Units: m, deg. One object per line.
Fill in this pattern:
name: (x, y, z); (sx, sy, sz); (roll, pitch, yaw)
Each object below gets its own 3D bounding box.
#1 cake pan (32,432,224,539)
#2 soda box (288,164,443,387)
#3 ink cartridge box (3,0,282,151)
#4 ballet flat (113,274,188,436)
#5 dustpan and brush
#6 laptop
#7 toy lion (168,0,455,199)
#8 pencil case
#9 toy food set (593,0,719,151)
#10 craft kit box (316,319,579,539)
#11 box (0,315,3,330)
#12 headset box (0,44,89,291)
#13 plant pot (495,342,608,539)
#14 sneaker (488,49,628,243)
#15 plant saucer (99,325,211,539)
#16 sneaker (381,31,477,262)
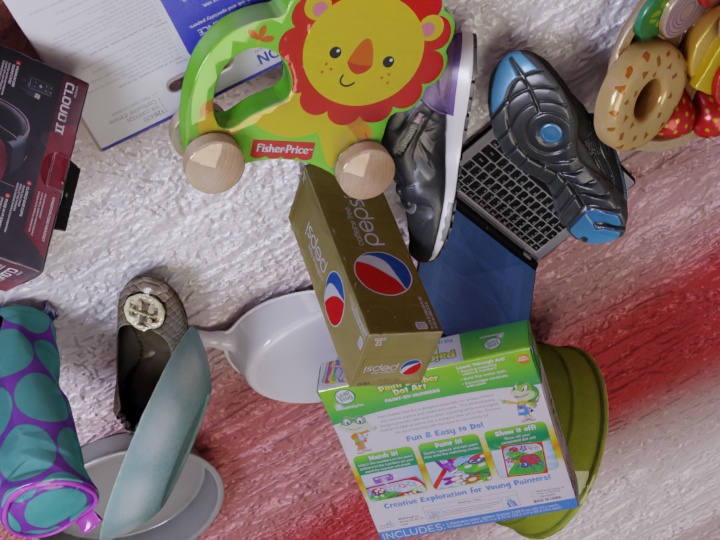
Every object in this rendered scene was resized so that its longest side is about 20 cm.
cake pan: (-0.239, 0.234, 1.447); (0.198, 0.037, 0.202); (-13, 138, -12)
soda box: (0.000, 0.000, 1.188); (0.067, 0.201, 0.064); (-1, 135, -23)
ink cartridge box: (-0.148, -0.204, 1.027); (0.196, 0.047, 0.201); (-25, 142, 0)
ballet flat: (-0.198, 0.084, 1.289); (0.067, 0.047, 0.201); (22, 134, 6)
dustpan and brush: (-0.099, 0.071, 1.339); (0.198, 0.057, 0.141); (-6, 135, -29)
laptop: (0.153, -0.026, 1.297); (0.199, 0.117, 0.187); (-39, 137, 17)
toy lion: (-0.032, -0.153, 1.065); (0.198, 0.069, 0.193); (0, 125, -22)
pencil case: (-0.276, 0.123, 1.188); (0.085, 0.201, 0.092); (-35, 141, 14)
toy food set: (0.291, -0.186, 1.218); (0.198, 0.049, 0.199); (8, 119, -40)
craft kit box: (0.083, 0.152, 1.301); (0.198, 0.049, 0.199); (-12, 126, 13)
box: (-0.345, 0.013, 1.003); (0.109, 0.035, 0.200); (7, 162, 14)
headset box: (-0.285, -0.084, 0.978); (0.198, 0.150, 0.075); (21, 158, -30)
plant pot: (0.113, 0.149, 1.425); (0.191, 0.202, 0.201); (18, 126, -23)
sneaker: (0.172, -0.116, 1.231); (0.073, 0.082, 0.201); (-14, 127, 29)
plant saucer: (-0.168, 0.148, 1.235); (0.038, 0.202, 0.202); (22, 130, 1)
sneaker: (0.042, -0.106, 1.185); (0.086, 0.076, 0.202); (6, 114, -2)
